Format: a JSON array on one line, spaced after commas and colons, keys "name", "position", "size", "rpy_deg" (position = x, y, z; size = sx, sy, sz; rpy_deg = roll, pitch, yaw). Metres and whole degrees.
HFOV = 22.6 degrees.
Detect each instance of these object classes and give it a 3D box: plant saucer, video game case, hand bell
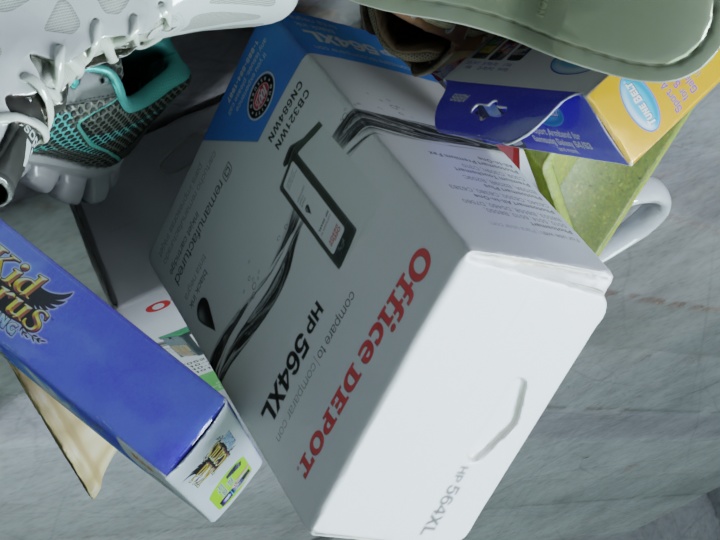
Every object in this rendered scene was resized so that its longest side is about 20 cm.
[{"name": "plant saucer", "position": [0.137, -0.114, 0.908], "size": [0.201, 0.048, 0.200], "rpy_deg": [-57, 162, -6]}, {"name": "video game case", "position": [-0.141, 0.032, 0.840], "size": [0.046, 0.199, 0.181], "rpy_deg": [-51, 170, -10]}, {"name": "hand bell", "position": [-0.112, 0.048, 1.142], "size": [0.199, 0.104, 0.104], "rpy_deg": [-32, 163, -11]}]

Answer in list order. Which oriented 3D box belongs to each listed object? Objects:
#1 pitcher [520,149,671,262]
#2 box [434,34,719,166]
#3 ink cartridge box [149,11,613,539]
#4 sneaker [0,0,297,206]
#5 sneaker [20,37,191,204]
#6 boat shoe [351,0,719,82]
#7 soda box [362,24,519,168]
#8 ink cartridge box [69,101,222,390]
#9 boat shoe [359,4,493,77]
[{"name": "pitcher", "position": [0.099, 0.005, 1.182], "size": [0.170, 0.122, 0.200], "rpy_deg": [0, 143, -31]}, {"name": "box", "position": [0.121, -0.109, 0.734], "size": [0.200, 0.042, 0.119], "rpy_deg": [-44, -157, -12]}, {"name": "ink cartridge box", "position": [0.000, 0.000, 0.789], "size": [0.084, 0.200, 0.147], "rpy_deg": [11, 118, -36]}, {"name": "sneaker", "position": [-0.113, -0.075, 0.675], "size": [0.199, 0.116, 0.076], "rpy_deg": [-4, 158, -17]}, {"name": "sneaker", "position": [-0.145, -0.081, 0.754], "size": [0.091, 0.078, 0.200], "rpy_deg": [-37, 167, 24]}, {"name": "boat shoe", "position": [0.038, -0.124, 0.646], "size": [0.061, 0.200, 0.072], "rpy_deg": [-47, 161, -68]}, {"name": "soda box", "position": [0.047, -0.054, 0.968], "size": [0.063, 0.070, 0.201], "rpy_deg": [-19, 147, -6]}, {"name": "ink cartridge box", "position": [-0.062, -0.014, 0.998], "size": [0.145, 0.085, 0.200], "rpy_deg": [-24, 162, 1]}, {"name": "boat shoe", "position": [0.030, -0.124, 0.777], "size": [0.072, 0.076, 0.200], "rpy_deg": [-53, 165, 2]}]
